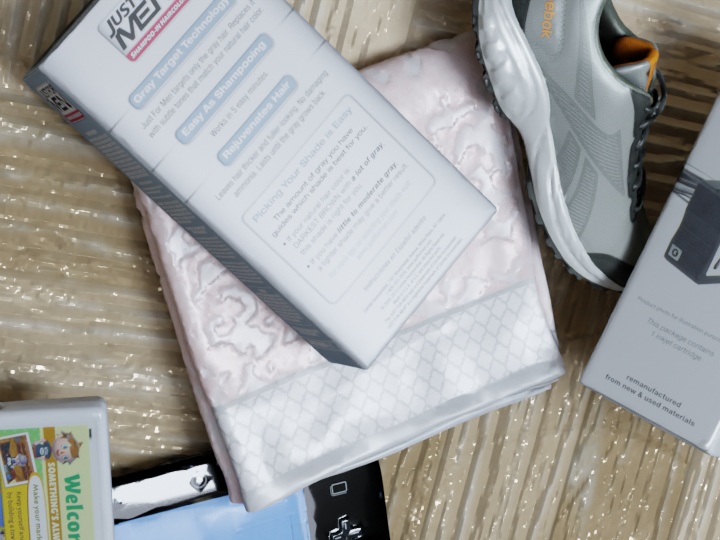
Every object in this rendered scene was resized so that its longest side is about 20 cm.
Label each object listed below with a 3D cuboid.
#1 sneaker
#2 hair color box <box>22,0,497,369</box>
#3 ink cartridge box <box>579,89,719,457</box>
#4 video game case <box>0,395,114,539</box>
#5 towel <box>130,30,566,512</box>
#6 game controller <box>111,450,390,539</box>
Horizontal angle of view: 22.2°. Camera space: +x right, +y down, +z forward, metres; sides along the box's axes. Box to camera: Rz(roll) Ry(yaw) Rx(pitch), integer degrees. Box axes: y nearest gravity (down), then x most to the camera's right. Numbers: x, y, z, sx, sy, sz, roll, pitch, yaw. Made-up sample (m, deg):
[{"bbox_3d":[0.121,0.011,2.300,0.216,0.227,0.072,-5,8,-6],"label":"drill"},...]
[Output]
[{"bbox_3d":[0.119,-0.069,0.916,0.079,0.074,0.201,-11,128,21],"label":"sneaker"},{"bbox_3d":[-0.045,-0.058,0.839,0.200,0.061,0.099,43,79,-14],"label":"hair color box"},{"bbox_3d":[0.213,-0.007,0.962,0.145,0.083,0.201,17,100,-60],"label":"ink cartridge box"},{"bbox_3d":[-0.204,0.160,0.863,0.180,0.022,0.202,-3,107,-6],"label":"video game case"},{"bbox_3d":[0.000,0.000,0.915,0.199,0.032,0.193,-21,105,-20],"label":"towel"},{"bbox_3d":[-0.078,0.145,0.932,0.198,0.042,0.105,-13,111,-22],"label":"game controller"}]
